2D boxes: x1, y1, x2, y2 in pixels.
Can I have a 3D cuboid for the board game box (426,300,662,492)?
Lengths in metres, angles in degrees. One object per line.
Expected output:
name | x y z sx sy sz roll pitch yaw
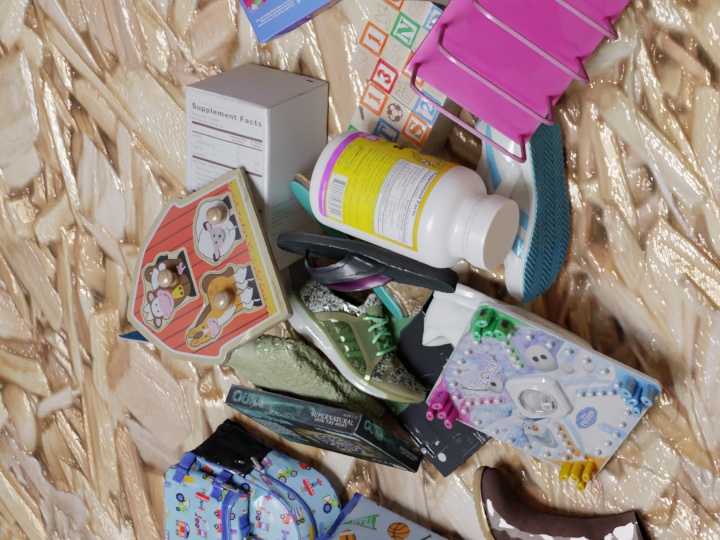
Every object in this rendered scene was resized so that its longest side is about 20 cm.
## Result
board game box | 0.182 0.136 1.586 0.200 0.026 0.200 25 141 2

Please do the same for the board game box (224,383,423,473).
board game box | -0.043 0.182 1.772 0.200 0.135 0.028 9 71 38

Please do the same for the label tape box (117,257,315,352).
label tape box | -0.163 0.025 1.747 0.143 0.200 0.066 5 110 34

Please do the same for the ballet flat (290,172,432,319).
ballet flat | 0.008 -0.038 1.661 0.200 0.065 0.071 51 168 1

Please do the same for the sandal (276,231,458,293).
sandal | 0.000 0.000 1.584 0.200 0.075 0.048 14 78 18

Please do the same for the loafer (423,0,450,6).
loafer | 0.067 -0.302 1.491 0.200 0.076 0.068 11 136 -1

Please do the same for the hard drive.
hard drive | 0.076 0.117 1.721 0.200 0.038 0.140 48 129 9

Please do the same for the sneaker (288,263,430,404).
sneaker | 0.005 0.068 1.689 0.200 0.077 0.089 40 110 10

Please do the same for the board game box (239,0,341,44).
board game box | -0.057 -0.342 1.615 0.200 0.045 0.135 -23 95 40

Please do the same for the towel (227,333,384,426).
towel | -0.072 0.126 1.758 0.148 0.037 0.200 6 153 40

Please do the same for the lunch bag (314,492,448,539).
lunch bag | 0.031 0.395 1.822 0.170 0.124 0.200 27 137 25

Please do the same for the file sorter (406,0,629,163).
file sorter | 0.152 -0.218 1.403 0.139 0.125 0.200 33 108 -7

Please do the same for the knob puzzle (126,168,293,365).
knob puzzle | -0.181 0.009 1.646 0.219 0.030 0.220 -4 82 33

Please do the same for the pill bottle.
pill bottle | 0.055 -0.066 1.536 0.200 0.104 0.104 22 121 28

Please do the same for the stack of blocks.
stack of blocks | 0.051 -0.199 1.589 0.115 0.059 0.200 38 127 17

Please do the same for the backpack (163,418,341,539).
backpack | -0.128 0.307 1.889 0.200 0.135 0.183 22 122 24

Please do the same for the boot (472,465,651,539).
boot | 0.228 0.284 1.678 0.166 0.072 0.200 -25 92 28

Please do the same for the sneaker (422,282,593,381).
sneaker | 0.152 0.080 1.611 0.200 0.075 0.089 21 88 37

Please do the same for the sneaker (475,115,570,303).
sneaker | 0.161 -0.067 1.564 0.081 0.076 0.200 9 107 40

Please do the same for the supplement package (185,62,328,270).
supplement package | -0.116 -0.114 1.709 0.117 0.117 0.200 17 118 29
